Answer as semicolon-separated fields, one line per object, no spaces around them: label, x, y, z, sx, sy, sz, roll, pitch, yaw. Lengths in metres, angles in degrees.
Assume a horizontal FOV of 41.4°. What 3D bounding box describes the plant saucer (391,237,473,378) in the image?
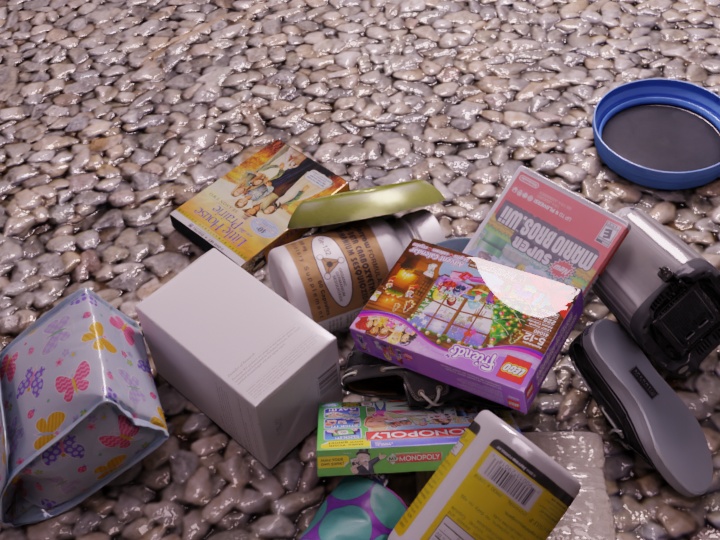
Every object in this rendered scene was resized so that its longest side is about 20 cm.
plant saucer;0.119;0.065;1.064;0.199;0.039;0.203;-1;82;9

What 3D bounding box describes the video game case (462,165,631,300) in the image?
video game case;0.173;0.002;1.014;0.142;0.017;0.201;33;88;31

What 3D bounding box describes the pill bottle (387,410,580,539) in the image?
pill bottle;0.092;0.233;0.832;0.111;0.111;0.201;36;86;31

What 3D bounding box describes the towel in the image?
towel;0.152;0.227;0.960;0.198;0.035;0.133;-1;50;4

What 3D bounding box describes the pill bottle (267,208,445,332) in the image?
pill bottle;0.000;0.000;1.121;0.198;0.115;0.115;-19;49;-13

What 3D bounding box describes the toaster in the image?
toaster;0.319;0.018;1.035;0.114;0.200;0.129;-45;45;9

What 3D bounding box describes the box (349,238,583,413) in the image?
box;0.107;0.050;0.965;0.198;0.039;0.137;18;55;29

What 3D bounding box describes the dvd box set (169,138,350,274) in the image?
dvd box set;-0.133;-0.087;1.267;0.146;0.030;0.200;34;58;30

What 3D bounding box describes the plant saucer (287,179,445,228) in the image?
plant saucer;0.005;-0.084;1.169;0.198;0.031;0.200;-11;7;1

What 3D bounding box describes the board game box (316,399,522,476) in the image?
board game box;0.056;0.164;0.958;0.198;0.029;0.135;-3;10;-2

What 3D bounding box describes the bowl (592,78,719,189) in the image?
bowl;0.417;-0.187;1.306;0.198;0.040;0.202;-2;48;2

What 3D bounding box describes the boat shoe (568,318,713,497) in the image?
boat shoe;0.285;0.150;0.995;0.073;0.068;0.200;-28;76;-34

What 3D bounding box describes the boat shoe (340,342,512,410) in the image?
boat shoe;0.074;0.119;0.990;0.198;0.072;0.068;11;53;25

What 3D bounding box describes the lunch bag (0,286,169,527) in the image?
lunch bag;-0.321;0.148;0.999;0.199;0.127;0.170;-36;48;11

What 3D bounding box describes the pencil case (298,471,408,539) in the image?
pencil case;-0.025;0.287;0.886;0.092;0.086;0.201;11;49;32

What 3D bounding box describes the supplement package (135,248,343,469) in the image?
supplement package;-0.131;0.092;1.044;0.199;0.122;0.120;34;58;29
